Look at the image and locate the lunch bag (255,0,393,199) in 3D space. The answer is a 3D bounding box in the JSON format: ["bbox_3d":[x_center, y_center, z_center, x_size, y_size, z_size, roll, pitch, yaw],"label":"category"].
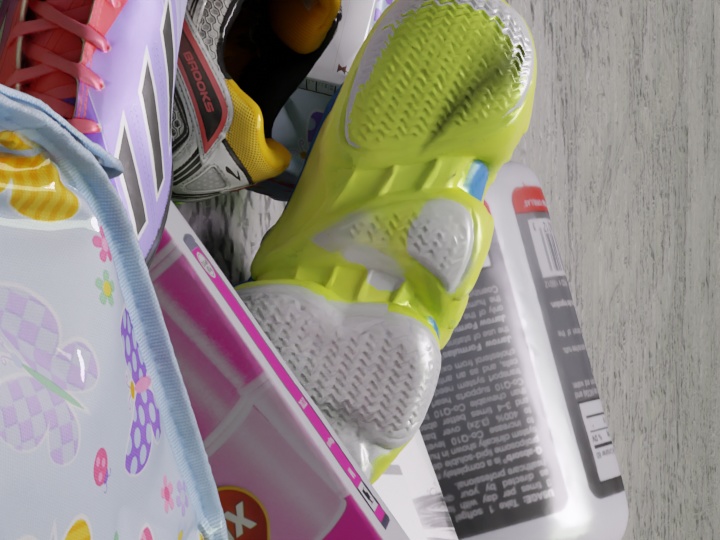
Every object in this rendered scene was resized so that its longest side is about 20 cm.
[{"bbox_3d":[-0.013,-0.132,1.031,0.170,0.127,0.200,12,87,-70],"label":"lunch bag"}]

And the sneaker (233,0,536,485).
[{"bbox_3d":[0.000,0.000,0.791,0.200,0.076,0.105,-61,-177,3],"label":"sneaker"}]

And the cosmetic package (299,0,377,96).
[{"bbox_3d":[-0.018,-0.172,0.910,0.051,0.083,0.200,149,-46,-86],"label":"cosmetic package"}]

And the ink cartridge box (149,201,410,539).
[{"bbox_3d":[-0.046,0.080,0.731,0.200,0.095,0.037,55,9,-5],"label":"ink cartridge box"}]

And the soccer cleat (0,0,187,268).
[{"bbox_3d":[-0.081,-0.076,0.692,0.073,0.068,0.200,101,-3,-57],"label":"soccer cleat"}]

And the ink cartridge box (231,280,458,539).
[{"bbox_3d":[-0.042,0.111,0.824,0.146,0.084,0.200,-19,86,-36],"label":"ink cartridge box"}]

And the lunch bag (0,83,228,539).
[{"bbox_3d":[-0.138,0.024,0.574,0.127,0.170,0.200,-67,151,-43],"label":"lunch bag"}]

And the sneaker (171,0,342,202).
[{"bbox_3d":[-0.037,-0.105,0.807,0.078,0.082,0.200,54,43,-54],"label":"sneaker"}]

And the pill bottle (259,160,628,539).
[{"bbox_3d":[0.038,0.067,0.927,0.116,0.116,0.200,3,72,-72],"label":"pill bottle"}]
